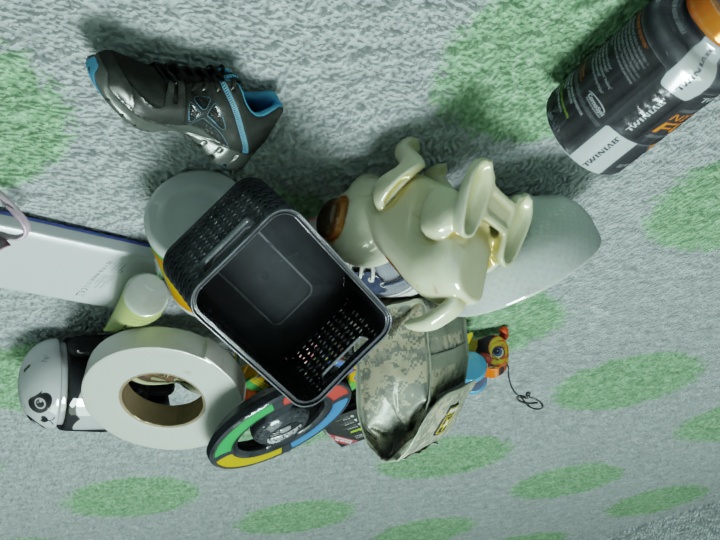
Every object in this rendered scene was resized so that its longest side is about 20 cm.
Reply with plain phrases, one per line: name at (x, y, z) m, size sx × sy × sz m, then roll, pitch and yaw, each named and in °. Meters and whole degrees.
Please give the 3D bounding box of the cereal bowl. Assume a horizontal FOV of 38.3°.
cereal bowl at (0.167, -0.031, 1.179) m, size 0.200 × 0.083 × 0.200 m, roll -25°, pitch -168°, yaw 6°

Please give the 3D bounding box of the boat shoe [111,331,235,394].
boat shoe at (-0.235, 0.113, 1.354) m, size 0.075 × 0.075 × 0.202 m, roll -17°, pitch 158°, yaw 32°

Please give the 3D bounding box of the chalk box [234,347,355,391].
chalk box at (-0.053, 0.092, 1.363) m, size 0.200 × 0.125 × 0.124 m, roll 17°, pitch 143°, yaw -39°

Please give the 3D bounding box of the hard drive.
hard drive at (-0.344, -0.008, 1.191) m, size 0.200 × 0.025 × 0.132 m, roll 14°, pitch 145°, yaw -37°

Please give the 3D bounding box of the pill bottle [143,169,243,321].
pill bottle at (-0.165, -0.013, 1.143) m, size 0.111 × 0.111 × 0.200 m, roll -8°, pitch 153°, yaw -2°

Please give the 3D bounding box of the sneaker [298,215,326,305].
sneaker at (-0.083, 0.039, 1.170) m, size 0.075 × 0.105 × 0.201 m, roll 23°, pitch 112°, yaw 14°

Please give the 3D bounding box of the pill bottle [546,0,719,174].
pill bottle at (0.273, -0.183, 0.959) m, size 0.106 × 0.106 × 0.200 m, roll 9°, pitch 148°, yaw -30°

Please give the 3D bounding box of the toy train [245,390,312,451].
toy train at (-0.143, 0.151, 1.443) m, size 0.200 × 0.085 × 0.116 m, roll 41°, pitch 128°, yaw 1°

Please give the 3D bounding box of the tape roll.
tape roll at (-0.243, 0.149, 1.285) m, size 0.202 × 0.037 × 0.203 m, roll 1°, pitch 133°, yaw 1°

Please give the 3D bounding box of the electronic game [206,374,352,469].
electronic game at (-0.101, 0.192, 1.309) m, size 0.200 × 0.042 × 0.200 m, roll -24°, pitch 155°, yaw -12°

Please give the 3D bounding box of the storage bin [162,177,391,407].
storage bin at (-0.081, 0.023, 1.031) m, size 0.135 × 0.094 × 0.200 m, roll -44°, pitch 126°, yaw -3°

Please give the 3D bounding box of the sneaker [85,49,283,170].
sneaker at (-0.155, -0.161, 0.930) m, size 0.082 × 0.073 × 0.200 m, roll -42°, pitch 147°, yaw 22°

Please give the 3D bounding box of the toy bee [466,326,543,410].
toy bee at (0.180, 0.133, 1.561) m, size 0.200 × 0.109 × 0.131 m, roll 22°, pitch 155°, yaw -5°

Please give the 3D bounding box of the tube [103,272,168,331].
tube at (-0.265, 0.048, 1.247) m, size 0.058 × 0.052 × 0.200 m, roll 26°, pitch 162°, yaw -11°

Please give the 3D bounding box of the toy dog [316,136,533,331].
toy dog at (0.055, -0.040, 1.094) m, size 0.200 × 0.194 × 0.139 m, roll 15°, pitch 180°, yaw 37°

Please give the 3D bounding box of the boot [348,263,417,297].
boot at (0.000, 0.000, 1.214) m, size 0.090 × 0.073 × 0.200 m, roll 3°, pitch 168°, yaw -36°

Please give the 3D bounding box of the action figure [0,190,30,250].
action figure at (-0.461, -0.026, 1.084) m, size 0.149 × 0.134 × 0.200 m, roll -41°, pitch -172°, yaw -36°

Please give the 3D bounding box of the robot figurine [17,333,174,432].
robot figurine at (-0.353, 0.153, 1.385) m, size 0.200 × 0.151 × 0.125 m, roll 3°, pitch -177°, yaw -22°

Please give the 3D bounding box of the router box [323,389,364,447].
router box at (0.043, 0.150, 1.466) m, size 0.200 × 0.150 × 0.062 m, roll -23°, pitch 124°, yaw 25°

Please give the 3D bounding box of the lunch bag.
lunch bag at (0.068, 0.128, 1.277) m, size 0.117 × 0.201 × 0.164 m, roll -4°, pitch -179°, yaw 24°
